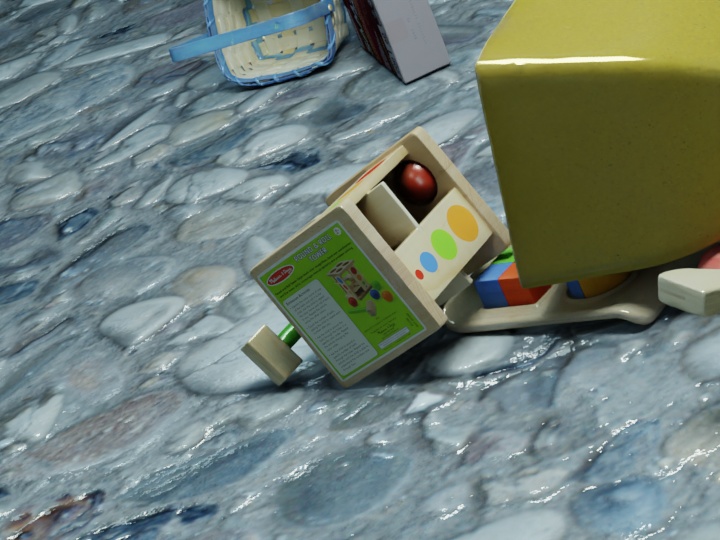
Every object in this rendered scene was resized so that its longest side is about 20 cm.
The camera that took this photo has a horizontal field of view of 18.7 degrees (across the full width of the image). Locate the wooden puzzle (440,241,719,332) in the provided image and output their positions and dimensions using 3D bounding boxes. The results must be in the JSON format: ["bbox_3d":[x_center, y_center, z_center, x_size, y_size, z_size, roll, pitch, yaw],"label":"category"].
[{"bbox_3d":[0.183,-0.017,1.776,0.199,0.046,0.185,-2,30,40],"label":"wooden puzzle"}]

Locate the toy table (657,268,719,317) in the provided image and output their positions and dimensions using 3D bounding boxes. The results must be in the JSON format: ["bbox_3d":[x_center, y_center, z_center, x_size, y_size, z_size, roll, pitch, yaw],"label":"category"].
[{"bbox_3d":[0.297,0.020,1.448,0.117,0.185,0.200,-14,8,-28],"label":"toy table"}]

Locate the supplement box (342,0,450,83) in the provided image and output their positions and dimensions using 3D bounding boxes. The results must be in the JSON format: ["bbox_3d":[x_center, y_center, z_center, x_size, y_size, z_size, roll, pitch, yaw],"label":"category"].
[{"bbox_3d":[0.032,-0.290,2.458,0.061,0.109,0.200,-25,21,-6],"label":"supplement box"}]

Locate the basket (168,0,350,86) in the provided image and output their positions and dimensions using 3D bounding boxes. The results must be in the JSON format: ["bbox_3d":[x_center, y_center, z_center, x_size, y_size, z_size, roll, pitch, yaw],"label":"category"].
[{"bbox_3d":[-0.112,-0.286,2.540,0.176,0.140,0.200,-11,15,22],"label":"basket"}]

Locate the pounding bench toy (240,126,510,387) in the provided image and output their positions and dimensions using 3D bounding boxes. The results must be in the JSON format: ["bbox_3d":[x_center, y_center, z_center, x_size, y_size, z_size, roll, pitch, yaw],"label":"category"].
[{"bbox_3d":[0.000,0.000,1.797,0.200,0.124,0.156,-35,8,42],"label":"pounding bench toy"}]

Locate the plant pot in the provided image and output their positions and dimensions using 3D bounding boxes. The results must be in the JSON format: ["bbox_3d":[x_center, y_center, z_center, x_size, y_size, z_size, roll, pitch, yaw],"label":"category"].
[{"bbox_3d":[0.223,-0.118,1.676,0.199,0.195,0.196,-2,28,23],"label":"plant pot"}]

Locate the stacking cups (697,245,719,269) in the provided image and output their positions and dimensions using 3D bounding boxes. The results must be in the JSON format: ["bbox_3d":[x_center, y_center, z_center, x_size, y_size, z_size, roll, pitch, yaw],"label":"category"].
[{"bbox_3d":[0.320,0.013,1.574,0.060,0.061,0.200,-35,22,-28],"label":"stacking cups"}]
